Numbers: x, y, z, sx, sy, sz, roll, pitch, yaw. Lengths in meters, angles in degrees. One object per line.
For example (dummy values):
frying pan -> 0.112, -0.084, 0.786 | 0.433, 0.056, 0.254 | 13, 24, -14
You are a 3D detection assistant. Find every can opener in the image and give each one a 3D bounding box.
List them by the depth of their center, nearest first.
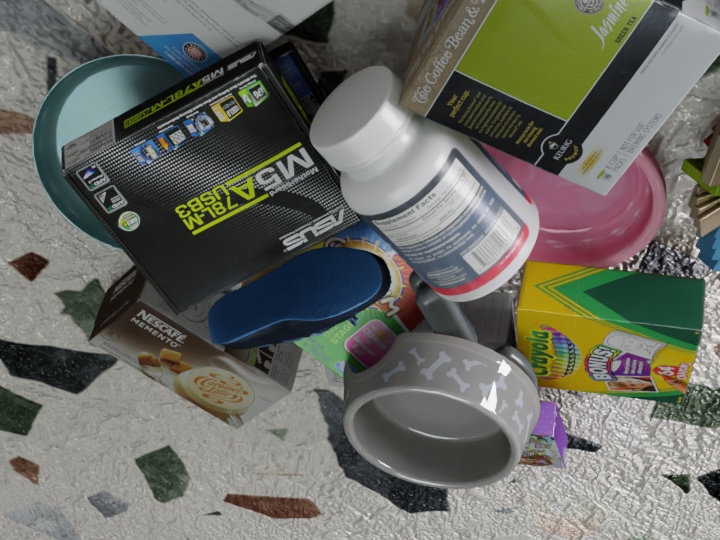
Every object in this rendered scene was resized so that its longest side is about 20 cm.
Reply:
can opener -> 0.107, 0.064, 1.485 | 0.066, 0.053, 0.200 | -30, 132, 9

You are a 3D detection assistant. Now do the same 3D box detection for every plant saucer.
plant saucer -> -0.197, -0.107, 1.397 | 0.198, 0.027, 0.201 | 2, 120, 4
plant saucer -> 0.180, -0.081, 1.410 | 0.199, 0.051, 0.201 | 9, 140, 7

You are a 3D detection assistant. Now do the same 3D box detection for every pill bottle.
pill bottle -> 0.052, -0.077, 1.320 | 0.119, 0.120, 0.200 | -22, 128, 35

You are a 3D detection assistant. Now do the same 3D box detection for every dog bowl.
dog bowl -> 0.073, 0.142, 1.495 | 0.199, 0.059, 0.201 | 9, 143, 7

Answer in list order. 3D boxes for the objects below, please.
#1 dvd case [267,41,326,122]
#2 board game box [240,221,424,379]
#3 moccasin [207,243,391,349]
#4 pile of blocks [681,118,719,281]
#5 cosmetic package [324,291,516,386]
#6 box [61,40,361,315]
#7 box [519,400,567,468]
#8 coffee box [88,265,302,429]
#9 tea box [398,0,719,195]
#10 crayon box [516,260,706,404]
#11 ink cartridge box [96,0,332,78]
dvd case -> -0.078, -0.095, 1.368 | 0.142, 0.018, 0.200 | -27, 129, 8
board game box -> 0.000, 0.000, 1.491 | 0.153, 0.040, 0.200 | 36, 118, -15
moccasin -> -0.052, 0.025, 1.449 | 0.199, 0.081, 0.068 | -14, 160, 31
pile of blocks -> 0.316, -0.060, 1.378 | 0.082, 0.062, 0.201 | -28, 136, -16
cosmetic package -> 0.060, 0.073, 1.602 | 0.198, 0.074, 0.102 | 2, 137, 12
box -> -0.125, -0.075, 1.331 | 0.199, 0.048, 0.194 | -26, 128, 9
box -> 0.148, 0.173, 1.653 | 0.136, 0.039, 0.200 | 4, 164, 12
coffee box -> -0.176, 0.075, 1.667 | 0.199, 0.080, 0.114 | 34, 136, -22
tea box -> 0.162, -0.198, 1.219 | 0.196, 0.134, 0.200 | 22, 138, -11
crayon box -> 0.241, 0.064, 1.510 | 0.171, 0.059, 0.200 | 5, 156, 9
ink cartridge box -> -0.110, -0.261, 1.265 | 0.199, 0.084, 0.145 | -27, 125, 38
